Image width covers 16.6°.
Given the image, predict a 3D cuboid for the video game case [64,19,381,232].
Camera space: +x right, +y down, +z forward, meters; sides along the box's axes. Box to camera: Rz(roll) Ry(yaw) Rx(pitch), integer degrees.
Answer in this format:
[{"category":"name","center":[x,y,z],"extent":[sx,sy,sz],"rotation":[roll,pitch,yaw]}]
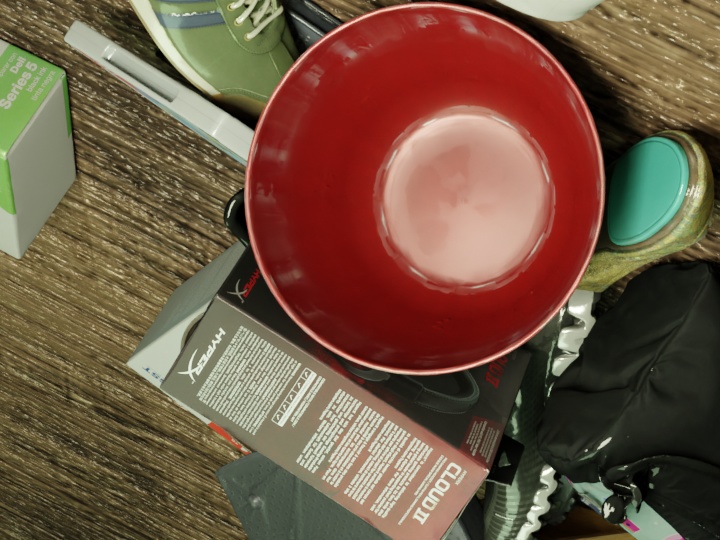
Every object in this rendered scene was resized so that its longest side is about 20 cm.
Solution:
[{"category":"video game case","center":[-0.083,-0.083,1.481],"extent":[0.143,0.017,0.200],"rotation":[34,180,-38]}]

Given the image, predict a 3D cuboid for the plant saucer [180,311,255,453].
[{"category":"plant saucer","center":[-0.025,0.081,1.640],"extent":[0.199,0.032,0.201],"rotation":[20,146,14]}]

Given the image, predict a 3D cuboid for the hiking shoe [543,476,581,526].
[{"category":"hiking shoe","center":[0.125,0.093,1.636],"extent":[0.101,0.076,0.200],"rotation":[37,149,15]}]

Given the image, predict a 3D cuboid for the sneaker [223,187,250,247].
[{"category":"sneaker","center":[0.000,0.000,1.561],"extent":[0.199,0.072,0.080],"rotation":[23,-172,20]}]

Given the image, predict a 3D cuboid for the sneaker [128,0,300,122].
[{"category":"sneaker","center":[-0.083,-0.171,1.365],"extent":[0.090,0.067,0.200],"rotation":[-18,117,47]}]

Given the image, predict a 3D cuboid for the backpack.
[{"category":"backpack","center":[0.210,0.104,1.473],"extent":[0.200,0.167,0.126],"rotation":[42,172,-30]}]

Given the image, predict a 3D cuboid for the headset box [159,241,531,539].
[{"category":"headset box","center":[0.004,0.063,1.412],"extent":[0.199,0.149,0.077],"rotation":[32,118,-1]}]

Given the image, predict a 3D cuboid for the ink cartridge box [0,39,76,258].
[{"category":"ink cartridge box","center":[-0.305,-0.113,1.713],"extent":[0.199,0.084,0.146],"rotation":[27,154,10]}]

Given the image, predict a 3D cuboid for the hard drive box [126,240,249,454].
[{"category":"hard drive box","center":[-0.057,0.061,1.759],"extent":[0.156,0.077,0.200],"rotation":[37,154,-9]}]

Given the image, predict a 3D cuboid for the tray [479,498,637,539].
[{"category":"tray","center":[0.116,0.188,1.711],"extent":[0.098,0.037,0.200],"rotation":[15,-173,32]}]

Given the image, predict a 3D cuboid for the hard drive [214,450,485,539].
[{"category":"hard drive","center":[0.001,0.161,1.621],"extent":[0.200,0.042,0.135],"rotation":[-19,101,47]}]

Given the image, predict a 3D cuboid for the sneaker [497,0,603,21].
[{"category":"sneaker","center":[0.053,-0.191,1.189],"extent":[0.200,0.074,0.115],"rotation":[36,151,-12]}]

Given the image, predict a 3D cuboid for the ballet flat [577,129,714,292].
[{"category":"ballet flat","center":[0.158,-0.030,1.381],"extent":[0.071,0.071,0.200],"rotation":[37,154,-12]}]

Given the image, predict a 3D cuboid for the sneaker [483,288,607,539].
[{"category":"sneaker","center":[0.087,0.080,1.520],"extent":[0.090,0.067,0.201],"rotation":[10,110,-4]}]

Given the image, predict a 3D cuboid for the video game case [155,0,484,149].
[{"category":"video game case","center":[-0.023,-0.107,1.488],"extent":[0.199,0.019,0.143],"rotation":[33,155,-4]}]

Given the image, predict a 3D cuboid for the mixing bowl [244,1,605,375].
[{"category":"mixing bowl","center":[0.047,-0.043,1.366],"extent":[0.199,0.201,0.108],"rotation":[24,-175,15]}]
